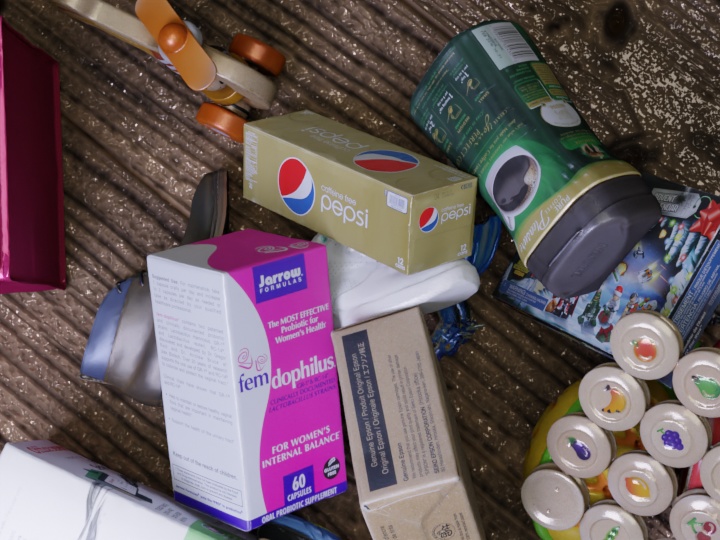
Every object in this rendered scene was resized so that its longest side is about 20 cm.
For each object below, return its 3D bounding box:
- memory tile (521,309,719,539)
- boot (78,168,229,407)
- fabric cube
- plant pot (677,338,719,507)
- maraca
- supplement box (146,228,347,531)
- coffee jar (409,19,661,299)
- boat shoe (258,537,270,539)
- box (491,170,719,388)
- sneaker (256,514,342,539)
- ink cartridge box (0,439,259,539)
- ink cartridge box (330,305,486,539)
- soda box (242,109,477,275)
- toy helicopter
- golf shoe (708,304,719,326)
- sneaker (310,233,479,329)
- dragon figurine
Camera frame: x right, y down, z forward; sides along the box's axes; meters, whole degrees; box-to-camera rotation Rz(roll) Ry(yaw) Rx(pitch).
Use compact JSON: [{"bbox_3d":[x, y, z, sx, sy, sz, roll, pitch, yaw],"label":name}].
[{"bbox_3d":[0.209,0.134,1.127,0.153,0.017,0.200,33,123,13],"label":"memory tile"},{"bbox_3d":[-0.162,0.010,1.280,0.097,0.075,0.201,11,90,0],"label":"boot"},{"bbox_3d":[-0.346,-0.078,1.228,0.199,0.200,0.197,-2,86,2],"label":"fabric cube"},{"bbox_3d":[0.337,0.141,1.198,0.182,0.200,0.201,13,88,11],"label":"plant pot"},{"bbox_3d":[0.199,0.127,1.241,0.107,0.137,0.200,29,84,40],"label":"maraca"},{"bbox_3d":[-0.085,0.079,1.217,0.101,0.103,0.201,-17,108,-38],"label":"supplement box"},{"bbox_3d":[0.128,-0.081,1.172,0.200,0.085,0.104,56,132,22],"label":"coffee jar"},{"bbox_3d":[-0.067,0.288,1.217,0.072,0.201,0.066,27,51,33],"label":"boat shoe"},{"bbox_3d":[0.196,-0.007,1.212,0.040,0.200,0.137,31,88,-31],"label":"box"},{"bbox_3d":[-0.013,0.271,1.264,0.083,0.071,0.200,-41,90,-6],"label":"sneaker"},{"bbox_3d":[-0.189,0.206,1.236,0.199,0.146,0.085,25,86,3],"label":"ink cartridge box"},{"bbox_3d":[0.043,0.155,1.178,0.075,0.200,0.165,-16,44,3],"label":"ink cartridge box"},{"bbox_3d":[-0.005,-0.063,1.218,0.068,0.200,0.064,-17,120,-38],"label":"soda box"},{"bbox_3d":[-0.158,-0.178,1.258,0.200,0.132,0.079,26,89,3],"label":"toy helicopter"},{"bbox_3d":[0.296,-0.001,1.268,0.199,0.073,0.092,6,82,-8],"label":"golf shoe"},{"bbox_3d":[0.000,0.000,1.236,0.200,0.075,0.089,-13,82,38],"label":"sneaker"},{"bbox_3d":[0.081,-0.028,1.279,0.099,0.059,0.200,26,89,3],"label":"dragon figurine"}]
